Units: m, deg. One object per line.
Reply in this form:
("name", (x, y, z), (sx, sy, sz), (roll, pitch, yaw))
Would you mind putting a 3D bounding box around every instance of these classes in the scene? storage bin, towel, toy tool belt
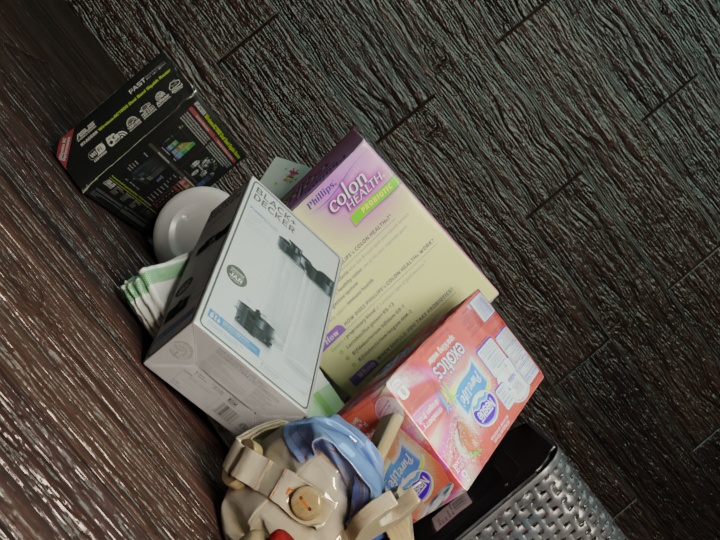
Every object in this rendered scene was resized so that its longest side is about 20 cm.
("storage bin", (0.093, 0.225, 0.726), (0.094, 0.199, 0.135), (50, -1, -2))
("towel", (-0.092, 0.068, 0.765), (0.201, 0.031, 0.149), (53, 31, 5))
("toy tool belt", (-0.020, 0.137, 0.572), (0.125, 0.122, 0.200), (51, -1, 2))

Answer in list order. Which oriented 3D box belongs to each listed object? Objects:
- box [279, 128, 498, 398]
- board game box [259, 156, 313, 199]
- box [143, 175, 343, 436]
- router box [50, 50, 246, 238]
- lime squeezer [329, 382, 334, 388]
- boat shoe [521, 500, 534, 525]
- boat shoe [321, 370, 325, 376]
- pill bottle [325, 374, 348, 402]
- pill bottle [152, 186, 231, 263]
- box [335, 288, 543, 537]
("box", (0.000, 0.000, 0.904), (0.200, 0.176, 0.097), (46, 5, -16))
("board game box", (-0.038, -0.019, 1.060), (0.145, 0.065, 0.202), (20, -34, 17))
("box", (-0.085, 0.027, 0.737), (0.116, 0.060, 0.201), (42, 30, -20))
("router box", (-0.217, -0.126, 0.987), (0.062, 0.149, 0.200), (49, -2, 14))
("lime squeezer", (-0.024, 0.146, 0.995), (0.038, 0.071, 0.200), (37, 5, 21))
("boat shoe", (0.068, 0.196, 0.839), (0.197, 0.075, 0.076), (18, 32, 5))
("boat shoe", (-0.068, 0.053, 1.012), (0.074, 0.074, 0.207), (14, -71, 62))
("pill bottle", (-0.053, 0.125, 1.145), (0.110, 0.109, 0.200), (51, -1, 7))
("pill bottle", (-0.165, -0.022, 1.092), (0.111, 0.110, 0.200), (51, -2, 11))
("box", (0.064, 0.112, 0.770), (0.103, 0.094, 0.200), (51, 34, 1))
